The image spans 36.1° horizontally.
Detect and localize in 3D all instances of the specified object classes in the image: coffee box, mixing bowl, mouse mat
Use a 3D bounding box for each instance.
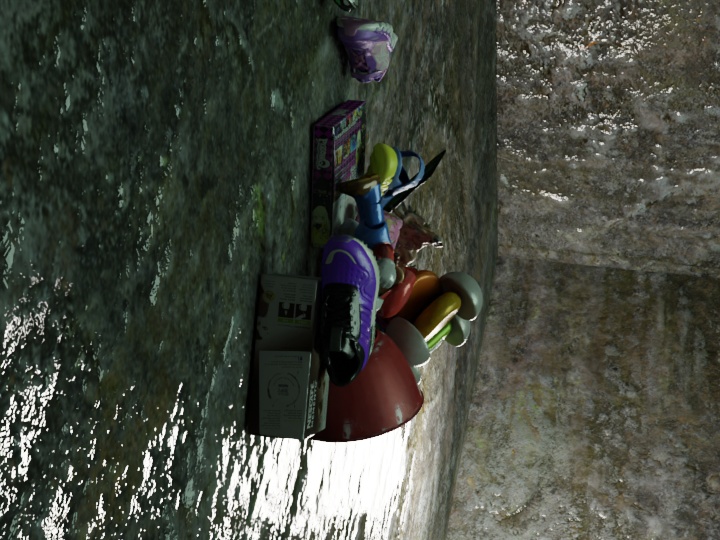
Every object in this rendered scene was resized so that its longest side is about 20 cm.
[{"bbox_3d":[-0.087,0.109,1.431,0.113,0.078,0.204,3,92,-78],"label":"coffee box"},{"bbox_3d":[-0.013,0.144,1.552,0.200,0.196,0.110,-57,141,-64],"label":"mixing bowl"},{"bbox_3d":[0.061,-0.121,1.851,0.199,0.008,0.161,-41,-172,25],"label":"mouse mat"}]

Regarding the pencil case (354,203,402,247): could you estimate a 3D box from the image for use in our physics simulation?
[{"bbox_3d":[0.000,0.000,1.683,0.082,0.086,0.203,12,98,-58],"label":"pencil case"}]

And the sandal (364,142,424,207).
[{"bbox_3d":[0.044,-0.136,1.778,0.200,0.085,0.081,132,-50,-63],"label":"sandal"}]

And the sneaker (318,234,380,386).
[{"bbox_3d":[-0.019,0.058,1.379,0.100,0.068,0.203,-62,153,-54],"label":"sneaker"}]

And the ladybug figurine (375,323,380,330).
[{"bbox_3d":[0.002,0.116,1.800,0.137,0.071,0.200,58,32,-15],"label":"ladybug figurine"}]

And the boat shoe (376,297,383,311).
[{"bbox_3d":[-0.027,0.054,1.535,0.199,0.070,0.065,0,-109,68],"label":"boat shoe"}]

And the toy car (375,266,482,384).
[{"bbox_3d":[0.084,0.072,1.725,0.174,0.150,0.201,-39,162,-25],"label":"toy car"}]

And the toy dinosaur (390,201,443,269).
[{"bbox_3d":[0.042,-0.044,1.772,0.135,0.197,0.087,39,38,-62],"label":"toy dinosaur"}]

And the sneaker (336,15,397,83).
[{"bbox_3d":[0.009,-0.333,1.687,0.200,0.079,0.090,-10,114,-78],"label":"sneaker"}]

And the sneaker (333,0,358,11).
[{"bbox_3d":[-0.007,-0.461,1.527,0.078,0.084,0.204,-18,114,-76],"label":"sneaker"}]

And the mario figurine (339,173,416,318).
[{"bbox_3d":[0.008,-0.029,1.572,0.123,0.104,0.204,-26,102,-67],"label":"mario figurine"}]

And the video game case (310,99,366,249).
[{"bbox_3d":[-0.032,-0.148,1.664,0.200,0.035,0.185,-54,149,-66],"label":"video game case"}]
